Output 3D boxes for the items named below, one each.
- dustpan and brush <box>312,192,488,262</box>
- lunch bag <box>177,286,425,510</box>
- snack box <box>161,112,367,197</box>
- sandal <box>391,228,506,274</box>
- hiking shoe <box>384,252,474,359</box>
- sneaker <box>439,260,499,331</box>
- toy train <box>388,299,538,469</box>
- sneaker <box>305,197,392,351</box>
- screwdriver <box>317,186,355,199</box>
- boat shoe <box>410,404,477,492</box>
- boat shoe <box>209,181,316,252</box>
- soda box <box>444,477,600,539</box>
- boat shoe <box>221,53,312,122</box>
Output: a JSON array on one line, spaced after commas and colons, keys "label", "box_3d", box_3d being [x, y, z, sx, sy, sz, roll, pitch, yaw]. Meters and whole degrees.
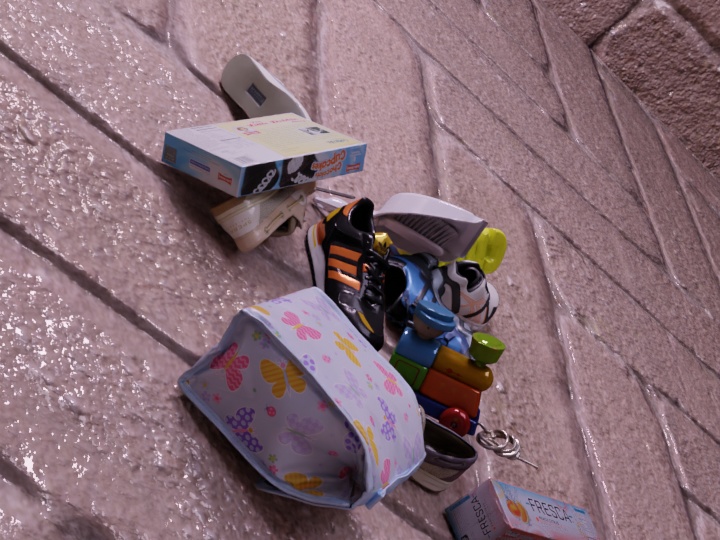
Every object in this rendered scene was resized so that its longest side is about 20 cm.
[{"label": "dustpan and brush", "box_3d": [0.041, -0.060, 1.749, 0.200, 0.140, 0.057, 27, 68, 0]}, {"label": "lunch bag", "box_3d": [-0.041, 0.127, 1.303, 0.200, 0.127, 0.170, 44, 19, 9]}, {"label": "snack box", "box_3d": [-0.101, -0.127, 1.547, 0.116, 0.037, 0.200, 26, 27, 34]}, {"label": "sandal", "box_3d": [0.100, -0.037, 1.896, 0.200, 0.080, 0.087, 12, 6, -46]}, {"label": "hiking shoe", "box_3d": [0.071, 0.064, 1.695, 0.087, 0.074, 0.200, 4, 46, -35]}, {"label": "sneaker", "box_3d": [0.140, 0.028, 1.845, 0.074, 0.080, 0.200, 56, 22, 16]}, {"label": "toy train", "box_3d": [0.124, 0.120, 1.548, 0.200, 0.116, 0.085, 25, 17, 4]}, {"label": "sneaker", "box_3d": [0.000, 0.000, 1.609, 0.070, 0.090, 0.200, 30, 30, -40]}, {"label": "screwdriver", "box_3d": [-0.063, -0.104, 1.725, 0.200, 0.028, 0.029, 2, 62, -59]}, {"label": "boat shoe", "box_3d": [0.041, 0.160, 1.476, 0.200, 0.065, 0.072, 37, 26, -31]}, {"label": "boat shoe", "box_3d": [-0.094, -0.065, 1.567, 0.065, 0.072, 0.200, 61, 24, -2]}, {"label": "soda box", "box_3d": [0.180, 0.282, 1.548, 0.200, 0.068, 0.064, 26, 33, -47]}, {"label": "boat shoe", "box_3d": [-0.094, -0.184, 1.720, 0.071, 0.070, 0.201, 24, 24, -50]}]
